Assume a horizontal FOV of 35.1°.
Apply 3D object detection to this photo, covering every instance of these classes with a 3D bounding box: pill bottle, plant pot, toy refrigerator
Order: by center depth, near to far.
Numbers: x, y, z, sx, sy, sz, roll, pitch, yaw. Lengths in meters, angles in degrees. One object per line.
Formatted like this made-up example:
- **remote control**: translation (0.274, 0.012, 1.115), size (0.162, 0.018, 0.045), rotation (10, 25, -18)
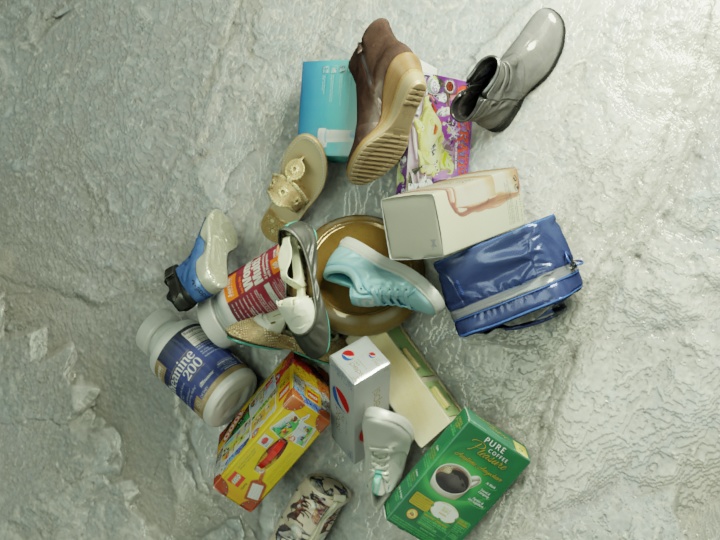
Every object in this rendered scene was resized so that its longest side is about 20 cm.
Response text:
- **toy refrigerator**: translation (0.071, 0.159, 1.695), size (0.070, 0.076, 0.201), rotation (-42, 70, 19)
- **plant pot**: translation (0.000, 0.000, 1.701), size (0.196, 0.028, 0.203), rotation (0, 63, -1)
- **pill bottle**: translation (-0.156, 0.039, 1.798), size (0.198, 0.109, 0.111), rotation (-30, 75, 23)
- **pill bottle**: translation (-0.271, 0.152, 1.852), size (0.199, 0.111, 0.112), rotation (38, 105, 23)

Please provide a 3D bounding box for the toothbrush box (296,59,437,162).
- **toothbrush box**: translation (0.010, -0.242, 1.736), size (0.197, 0.085, 0.149), rotation (2, 88, 28)

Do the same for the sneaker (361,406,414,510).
- **sneaker**: translation (0.033, 0.276, 1.641), size (0.074, 0.201, 0.089), rotation (11, 53, 14)

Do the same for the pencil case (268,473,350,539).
- **pencil case**: translation (-0.090, 0.408, 1.764), size (0.089, 0.077, 0.202), rotation (43, 108, 48)

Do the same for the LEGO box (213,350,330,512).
- **LEGO box**: translation (-0.135, 0.244, 1.750), size (0.077, 0.149, 0.201), rotation (35, 107, -17)

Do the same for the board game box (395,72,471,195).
- **board game box**: translation (0.109, -0.182, 1.666), size (0.032, 0.119, 0.204), rotation (3, 90, 50)

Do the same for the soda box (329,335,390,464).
- **soda box**: translation (-0.001, 0.192, 1.665), size (0.064, 0.068, 0.202), rotation (46, 152, 33)

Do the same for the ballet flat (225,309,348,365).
- **ballet flat**: translation (-0.107, 0.093, 1.745), size (0.071, 0.197, 0.066), rotation (-128, 54, -64)

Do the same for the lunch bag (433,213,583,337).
- **lunch bag**: translation (0.216, 0.014, 1.588), size (0.198, 0.135, 0.134), rotation (-22, 88, 27)

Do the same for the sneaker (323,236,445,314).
- **sneaker**: translation (0.030, 0.029, 1.627), size (0.199, 0.074, 0.082), rotation (28, 71, 35)

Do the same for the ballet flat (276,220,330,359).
- **ballet flat**: translation (-0.092, 0.028, 1.644), size (0.067, 0.068, 0.203), rotation (-16, 78, 34)

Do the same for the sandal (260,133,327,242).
- **sandal**: translation (-0.113, -0.109, 1.755), size (0.077, 0.070, 0.213), rotation (32, 132, 4)

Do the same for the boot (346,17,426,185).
- **boot**: translation (0.019, -0.243, 1.649), size (0.201, 0.072, 0.167), rotation (-57, 40, 27)

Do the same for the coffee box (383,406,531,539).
- **coffee box**: translation (0.138, 0.305, 1.638), size (0.122, 0.044, 0.201), rotation (32, 107, -16)

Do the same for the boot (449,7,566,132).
- **boot**: translation (0.212, -0.286, 1.607), size (0.069, 0.131, 0.202), rotation (33, 103, 25)

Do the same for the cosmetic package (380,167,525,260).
- **cosmetic package**: translation (0.131, -0.081, 1.586), size (0.102, 0.199, 0.089), rotation (-2, 103, 41)

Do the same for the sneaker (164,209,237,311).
- **sneaker**: translation (-0.261, -0.013, 1.823), size (0.110, 0.077, 0.201), rotation (-31, 32, 21)
